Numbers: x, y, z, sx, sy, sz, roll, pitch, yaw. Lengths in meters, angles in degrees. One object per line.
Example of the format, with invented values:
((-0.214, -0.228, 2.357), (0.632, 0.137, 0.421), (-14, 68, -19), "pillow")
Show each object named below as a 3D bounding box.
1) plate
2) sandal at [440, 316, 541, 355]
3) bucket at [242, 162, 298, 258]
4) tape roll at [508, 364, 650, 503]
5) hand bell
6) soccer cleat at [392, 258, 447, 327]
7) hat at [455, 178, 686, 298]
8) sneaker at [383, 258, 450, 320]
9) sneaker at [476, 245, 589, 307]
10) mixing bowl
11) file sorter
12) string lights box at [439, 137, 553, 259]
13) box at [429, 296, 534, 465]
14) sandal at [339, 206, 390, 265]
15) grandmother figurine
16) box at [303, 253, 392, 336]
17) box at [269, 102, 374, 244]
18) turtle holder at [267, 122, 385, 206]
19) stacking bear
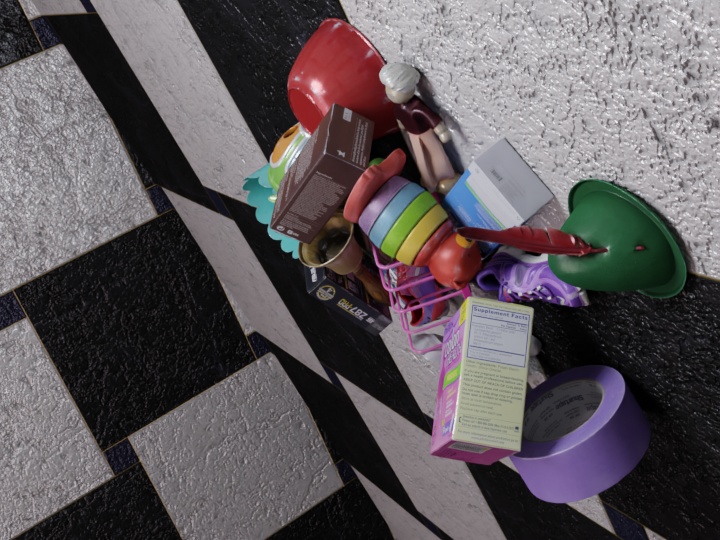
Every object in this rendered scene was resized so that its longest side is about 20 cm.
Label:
((0.190, 0.154, 1.510), (0.198, 0.033, 0.200), (20, -177, -5), "plate")
((0.224, 0.101, 1.493), (0.201, 0.050, 0.083), (13, 154, 45), "sandal")
((-0.121, -0.138, 1.741), (0.207, 0.134, 0.208), (46, 163, 19), "bucket")
((0.307, 0.232, 1.278), (0.085, 0.200, 0.200), (55, 162, -16), "tape roll")
((0.000, 0.000, 1.413), (0.104, 0.104, 0.200), (31, 171, 48), "hand bell")
((0.085, 0.000, 1.545), (0.066, 0.076, 0.202), (-11, 105, 56), "soccer cleat")
((0.243, 0.005, 1.030), (0.200, 0.176, 0.166), (42, 160, 29), "hat")
((0.084, 0.013, 1.619), (0.200, 0.076, 0.077), (43, 159, 14), "sneaker")
((0.239, 0.025, 1.240), (0.081, 0.083, 0.199), (58, 160, -22), "sneaker")
((-0.038, -0.262, 1.337), (0.200, 0.108, 0.201), (45, 162, 19), "mixing bowl")
((0.102, 0.011, 1.403), (0.140, 0.124, 0.201), (-101, -11, -52), "file sorter")
((0.176, -0.089, 1.215), (0.103, 0.059, 0.200), (51, 163, 5), "string lights box")
((0.170, 0.163, 1.270), (0.096, 0.202, 0.176), (10, 162, -2), "box")
((0.009, -0.067, 1.472), (0.080, 0.058, 0.201), (37, 177, 23), "sandal")
((0.082, -0.201, 1.239), (0.121, 0.061, 0.201), (16, 144, 48), "grandmother figurine")
((-0.028, -0.003, 1.508), (0.161, 0.049, 0.201), (32, -153, -32), "box")
((-0.058, -0.138, 1.299), (0.074, 0.101, 0.200), (21, 143, -16), "box")
((-0.058, -0.166, 1.446), (0.185, 0.141, 0.133), (31, 128, 18), "turtle holder")
((0.084, -0.056, 1.244), (0.200, 0.121, 0.114), (40, 129, 9), "stacking bear")
